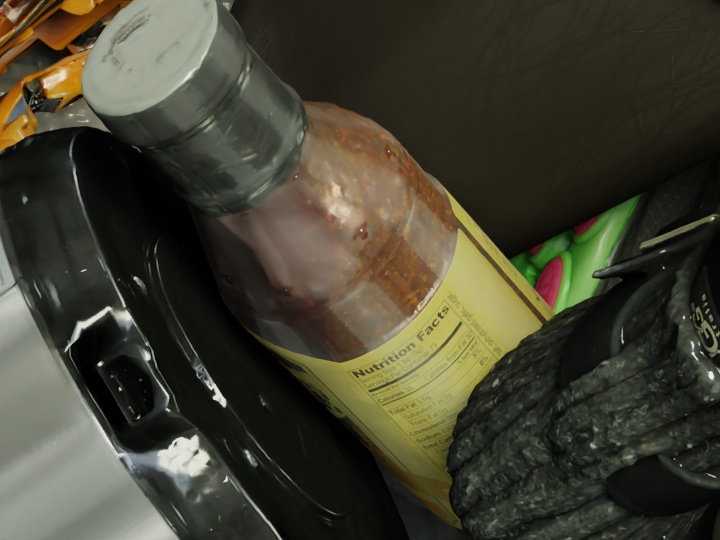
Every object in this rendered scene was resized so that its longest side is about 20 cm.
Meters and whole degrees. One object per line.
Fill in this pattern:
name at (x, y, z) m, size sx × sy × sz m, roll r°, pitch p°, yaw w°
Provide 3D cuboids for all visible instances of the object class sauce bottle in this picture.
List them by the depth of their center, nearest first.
sauce bottle at (0.000, 0.000, 0.761) m, size 0.066 × 0.066 × 0.200 m, roll -55°, pitch 131°, yaw -16°

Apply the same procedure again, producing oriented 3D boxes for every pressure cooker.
pressure cooker at (-0.106, 0.078, 0.772) m, size 0.200 × 0.176 × 0.179 m, roll -34°, pitch 90°, yaw 9°

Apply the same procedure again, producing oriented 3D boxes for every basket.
basket at (0.058, -0.082, 0.783) m, size 0.180 × 0.200 × 0.136 m, roll 2°, pitch 68°, yaw -32°

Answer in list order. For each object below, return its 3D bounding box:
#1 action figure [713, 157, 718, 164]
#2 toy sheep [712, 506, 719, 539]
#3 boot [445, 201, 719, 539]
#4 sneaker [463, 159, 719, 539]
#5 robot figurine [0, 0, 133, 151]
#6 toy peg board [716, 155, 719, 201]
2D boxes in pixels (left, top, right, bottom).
action figure at (0.091, -0.115, 0.919) m, size 0.200 × 0.055 × 0.118 m, roll 38°, pitch 75°, yaw -4°
toy sheep at (0.167, 0.077, 0.797) m, size 0.200 × 0.138 × 0.138 m, roll -13°, pitch 79°, yaw 20°
boot at (0.132, 0.004, 0.731) m, size 0.211 × 0.158 × 0.079 m, roll -14°, pitch 69°, yaw -33°
sneaker at (0.079, 0.046, 0.882) m, size 0.084 × 0.077 × 0.200 m, roll 15°, pitch 79°, yaw -23°
robot figurine at (-0.087, -0.077, 0.841) m, size 0.058 × 0.145 × 0.200 m, roll 48°, pitch 68°, yaw -2°
toy peg board at (0.215, -0.054, 0.866) m, size 0.200 × 0.098 × 0.199 m, roll -7°, pitch 101°, yaw -14°
